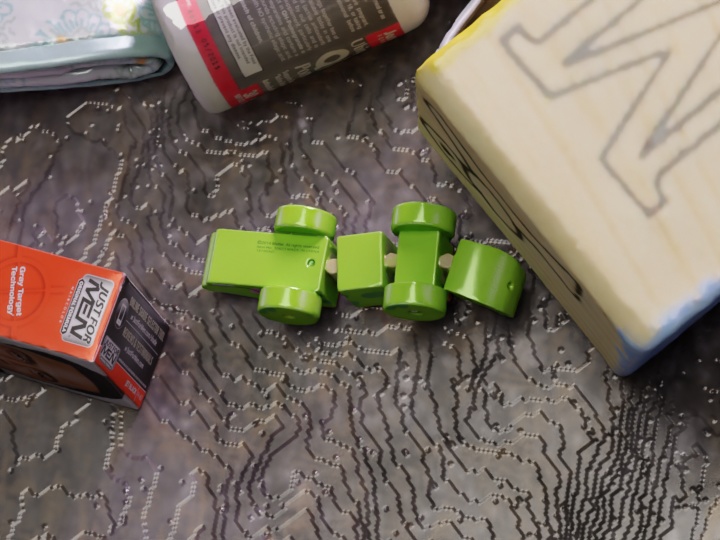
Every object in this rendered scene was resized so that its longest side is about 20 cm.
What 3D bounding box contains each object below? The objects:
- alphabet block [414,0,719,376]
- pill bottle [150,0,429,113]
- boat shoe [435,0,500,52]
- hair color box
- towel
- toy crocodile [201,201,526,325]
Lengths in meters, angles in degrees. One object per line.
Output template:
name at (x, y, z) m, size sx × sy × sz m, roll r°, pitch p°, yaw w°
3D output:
alphabet block at (0.165, -0.080, 1.617) m, size 0.196 × 0.195 × 0.200 m, roll -38°, pitch 85°, yaw -4°
pill bottle at (-0.025, -0.183, 1.765) m, size 0.200 × 0.111 × 0.111 m, roll -23°, pitch 67°, yaw 5°
boat shoe at (0.121, -0.180, 1.754) m, size 0.202 × 0.065 × 0.074 m, roll -45°, pitch 68°, yaw -5°
hair color box at (-0.228, 0.020, 1.746) m, size 0.200 × 0.102 × 0.061 m, roll 14°, pitch 74°, yaw 18°
towel at (-0.225, -0.197, 1.822) m, size 0.200 × 0.048 × 0.171 m, roll -5°, pitch 70°, yaw -10°
toy crocodile at (0.000, 0.000, 1.727) m, size 0.200 × 0.062 × 0.068 m, roll 0°, pitch 71°, yaw 18°
